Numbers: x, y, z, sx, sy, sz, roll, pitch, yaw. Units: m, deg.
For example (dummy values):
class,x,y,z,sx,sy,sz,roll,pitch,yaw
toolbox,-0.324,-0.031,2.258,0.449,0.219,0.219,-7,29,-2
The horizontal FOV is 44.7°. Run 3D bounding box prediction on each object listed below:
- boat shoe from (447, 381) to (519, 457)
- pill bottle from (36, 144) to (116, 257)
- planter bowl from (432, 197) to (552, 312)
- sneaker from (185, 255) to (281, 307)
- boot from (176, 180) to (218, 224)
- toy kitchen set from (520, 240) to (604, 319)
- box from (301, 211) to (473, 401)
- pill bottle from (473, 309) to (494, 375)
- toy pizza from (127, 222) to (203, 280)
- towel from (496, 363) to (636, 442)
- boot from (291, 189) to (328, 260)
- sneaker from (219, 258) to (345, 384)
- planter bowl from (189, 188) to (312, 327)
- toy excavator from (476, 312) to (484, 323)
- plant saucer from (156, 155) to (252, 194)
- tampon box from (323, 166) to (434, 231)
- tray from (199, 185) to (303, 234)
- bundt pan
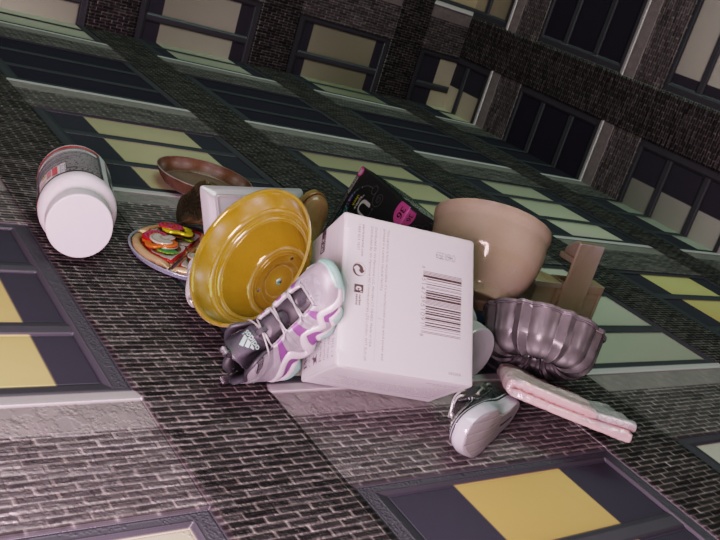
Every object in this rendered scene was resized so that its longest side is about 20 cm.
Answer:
class,x,y,z,sx,sy,sz,roll,pitch,yaw
boat shoe,0.147,0.190,1.147,0.070,0.073,0.199,31,11,22
pill bottle,-0.426,-0.104,1.313,0.113,0.118,0.200,10,21,-24
planter bowl,0.199,-0.012,1.416,0.195,0.138,0.201,15,-15,4
sneaker,-0.159,0.045,1.258,0.196,0.076,0.082,17,37,-11
boot,-0.200,-0.104,1.518,0.196,0.068,0.174,7,-3,-31
toy kitchen set,0.376,-0.012,1.774,0.196,0.167,0.180,6,22,-34
box,0.037,0.054,1.159,0.195,0.204,0.130,11,-20,-21
pill bottle,0.108,0.077,1.344,0.111,0.115,0.199,2,25,-41
toy pizza,-0.273,-0.036,1.405,0.196,0.032,0.201,18,19,-6
towel,0.291,0.186,1.269,0.187,0.033,0.200,21,1,5
boot,-0.047,-0.013,1.370,0.198,0.178,0.066,30,4,39
sneaker,-0.106,0.073,1.039,0.138,0.202,0.078,-10,50,-46
planter bowl,-0.129,-0.001,1.179,0.200,0.202,0.083,36,-4,42
toy excavator,0.168,0.010,1.601,0.196,0.199,0.099,-18,-18,22
plant saucer,-0.314,-0.178,1.755,0.196,0.035,0.201,18,20,-6
tampon box,0.048,-0.065,1.576,0.125,0.152,0.200,26,12,-34
tray,-0.165,-0.084,1.419,0.197,0.110,0.022,-2,-8,-39
bundt pan,0.277,0.115,1.362,0.197,0.077,0.202,17,-17,5
